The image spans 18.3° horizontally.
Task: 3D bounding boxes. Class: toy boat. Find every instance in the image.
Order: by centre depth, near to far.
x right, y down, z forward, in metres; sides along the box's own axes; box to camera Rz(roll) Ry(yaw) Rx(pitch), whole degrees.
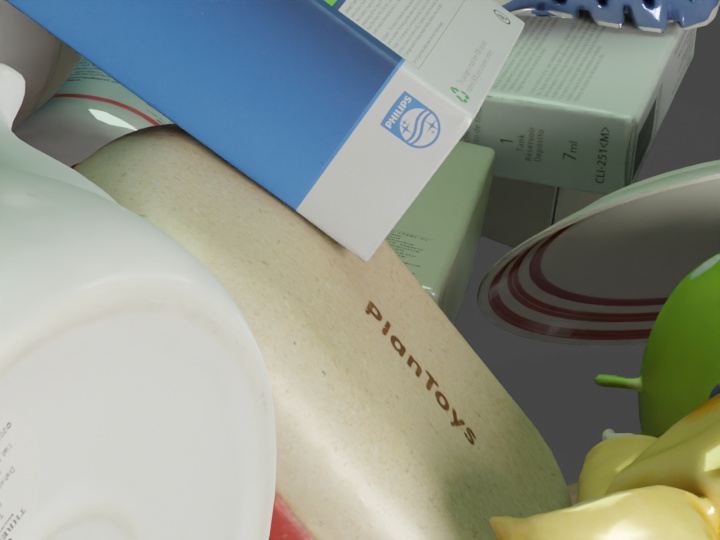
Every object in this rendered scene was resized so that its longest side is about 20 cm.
[{"bbox_3d":[-0.037,0.057,0.671,0.200,0.131,0.131,51,22,-8],"label":"toy boat"}]

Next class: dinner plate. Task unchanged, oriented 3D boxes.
[{"bbox_3d":[0.144,-0.011,0.897,0.200,0.024,0.200,-9,-19,-3],"label":"dinner plate"}]

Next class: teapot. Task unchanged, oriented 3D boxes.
[{"bbox_3d":[-0.126,0.060,0.523,0.146,0.198,0.200,20,15,28],"label":"teapot"}]

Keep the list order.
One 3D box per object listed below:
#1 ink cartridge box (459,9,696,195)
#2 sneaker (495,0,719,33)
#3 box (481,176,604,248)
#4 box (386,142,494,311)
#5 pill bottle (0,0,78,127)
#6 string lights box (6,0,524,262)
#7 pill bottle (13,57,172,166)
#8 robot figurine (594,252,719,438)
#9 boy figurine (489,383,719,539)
[{"bbox_3d":[0.062,-0.103,1.072,0.173,0.044,0.200,10,27,13],"label":"ink cartridge box"},{"bbox_3d":[0.078,-0.177,1.047,0.199,0.115,0.081,-2,26,-14],"label":"sneaker"},{"bbox_3d":[0.038,-0.073,1.139,0.200,0.068,0.082,23,25,32],"label":"box"},{"bbox_3d":[0.000,0.000,0.896,0.082,0.068,0.200,12,19,7],"label":"box"},{"bbox_3d":[-0.149,-0.111,0.797,0.109,0.109,0.200,6,20,-11],"label":"pill bottle"},{"bbox_3d":[-0.053,-0.099,0.669,0.200,0.059,0.103,36,25,-2],"label":"string lights box"},{"bbox_3d":[-0.103,-0.042,0.926,0.109,0.109,0.200,10,19,1],"label":"pill bottle"},{"bbox_3d":[0.188,0.045,0.809,0.200,0.116,0.175,-1,9,-27],"label":"robot figurine"},{"bbox_3d":[0.105,0.052,0.651,0.200,0.064,0.124,-34,11,-36],"label":"boy figurine"}]
